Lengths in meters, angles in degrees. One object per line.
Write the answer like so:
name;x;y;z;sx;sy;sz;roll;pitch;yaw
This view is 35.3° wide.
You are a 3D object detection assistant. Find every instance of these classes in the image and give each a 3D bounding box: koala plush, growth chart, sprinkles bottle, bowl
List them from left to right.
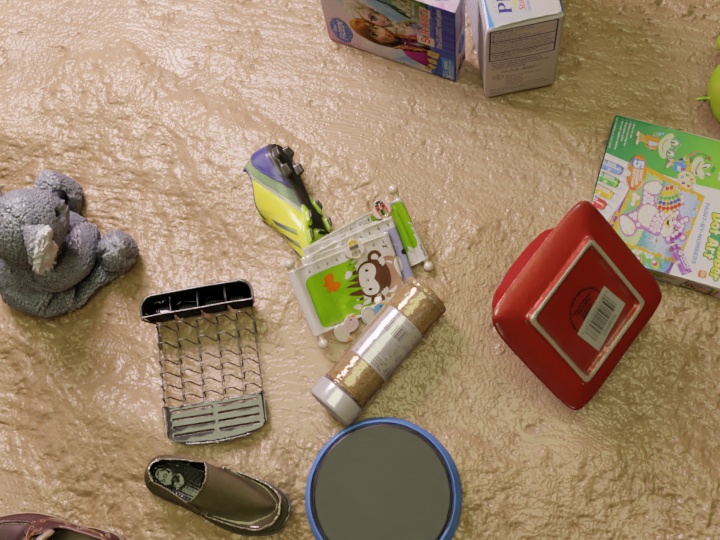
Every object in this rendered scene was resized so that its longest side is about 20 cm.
koala plush;-0.420;-0.040;1.462;0.177;0.200;0.184;42;82;14
growth chart;0.000;0.000;1.483;0.199;0.018;0.145;-34;100;-12
sprinkles bottle;0.024;0.103;1.451;0.068;0.068;0.200;39;80;14
bowl;0.028;0.283;1.415;0.198;0.039;0.203;-1;74;4

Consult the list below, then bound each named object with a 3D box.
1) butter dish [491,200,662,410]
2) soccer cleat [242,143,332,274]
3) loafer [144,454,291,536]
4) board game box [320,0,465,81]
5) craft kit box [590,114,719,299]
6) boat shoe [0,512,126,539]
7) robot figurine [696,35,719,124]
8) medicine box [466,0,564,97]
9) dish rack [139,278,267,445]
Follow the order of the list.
butter dish;0.243;0.037;1.419;0.199;0.148;0.201;44;77;-26
soccer cleat;-0.096;-0.074;1.527;0.083;0.065;0.202;-31;77;28
loafer;-0.185;0.281;1.417;0.198;0.070;0.076;13;75;9
board game box;0.042;-0.341;1.510;0.198;0.200;0.041;21;77;11
craft kit box;0.404;-0.086;1.487;0.196;0.049;0.202;16;76;6
boat shoe;-0.394;0.342;1.417;0.198;0.072;0.073;8;75;7
robot figurine;0.543;-0.253;1.483;0.199;0.116;0.176;-35;73;-5
medicine box;0.198;-0.361;1.500;0.102;0.200;0.184;-10;73;2
dish rack;-0.200;0.123;1.473;0.152;0.055;0.202;-10;74;3
